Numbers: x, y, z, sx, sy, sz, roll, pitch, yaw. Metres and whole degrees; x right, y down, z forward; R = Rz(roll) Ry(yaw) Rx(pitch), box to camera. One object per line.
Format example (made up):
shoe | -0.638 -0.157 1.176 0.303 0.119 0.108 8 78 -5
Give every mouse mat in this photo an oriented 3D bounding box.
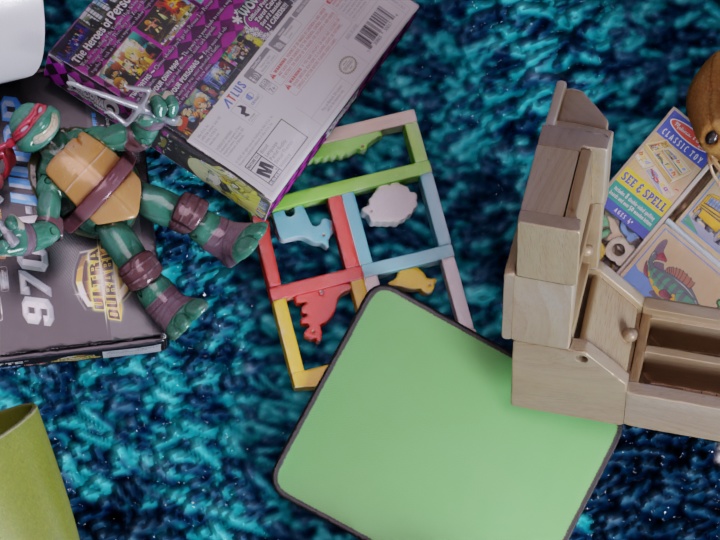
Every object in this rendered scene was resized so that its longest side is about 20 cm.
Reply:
mouse mat | 0.059 0.122 1.624 0.200 0.008 0.161 29 82 -4

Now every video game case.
video game case | -0.085 -0.157 1.642 0.181 0.036 0.200 33 60 3

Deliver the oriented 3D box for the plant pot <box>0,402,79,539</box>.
plant pot | -0.244 0.215 1.523 0.187 0.187 0.200 -27 97 -9

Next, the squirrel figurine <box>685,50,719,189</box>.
squirrel figurine | 0.318 -0.101 1.641 0.186 0.142 0.200 28 52 10

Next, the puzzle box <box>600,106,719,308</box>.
puzzle box | 0.249 0.000 1.665 0.200 0.025 0.133 40 78 5

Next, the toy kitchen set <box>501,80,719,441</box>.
toy kitchen set | 0.195 -0.019 1.564 0.180 0.200 0.163 10 55 9

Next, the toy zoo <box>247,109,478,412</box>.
toy zoo | 0.000 0.000 1.651 0.131 0.020 0.200 -13 79 -7

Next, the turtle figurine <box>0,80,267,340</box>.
turtle figurine | -0.166 -0.055 1.565 0.200 0.101 0.150 41 91 -11

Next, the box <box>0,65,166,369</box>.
box | -0.219 -0.036 1.631 0.159 0.046 0.201 -6 78 -5

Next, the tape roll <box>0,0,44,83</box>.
tape roll | -0.270 -0.214 1.570 0.071 0.202 0.203 -17 80 -20
